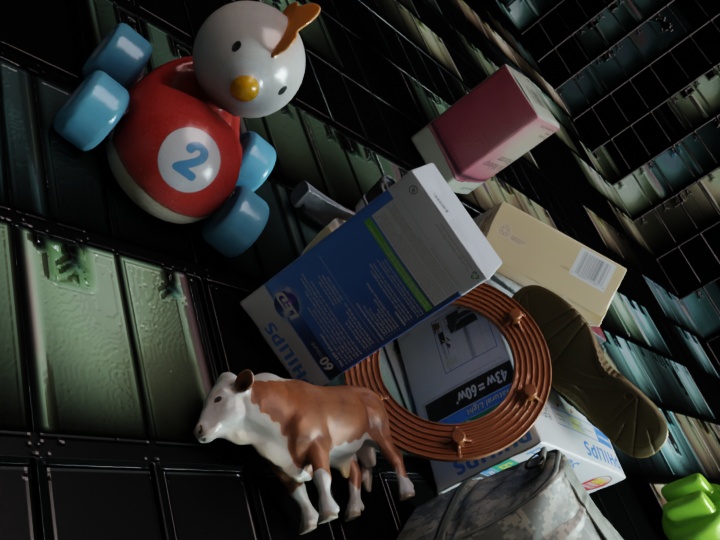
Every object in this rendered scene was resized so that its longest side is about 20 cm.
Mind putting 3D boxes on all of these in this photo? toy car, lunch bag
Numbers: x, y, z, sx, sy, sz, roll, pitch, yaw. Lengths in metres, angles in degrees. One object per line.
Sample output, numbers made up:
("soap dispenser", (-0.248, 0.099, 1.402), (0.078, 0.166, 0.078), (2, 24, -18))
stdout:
("toy car", (-0.112, -0.151, 0.643), (0.184, 0.200, 0.177), (38, 30, -29))
("lunch bag", (0.144, 0.260, 0.616), (0.200, 0.167, 0.139), (56, 26, 2))

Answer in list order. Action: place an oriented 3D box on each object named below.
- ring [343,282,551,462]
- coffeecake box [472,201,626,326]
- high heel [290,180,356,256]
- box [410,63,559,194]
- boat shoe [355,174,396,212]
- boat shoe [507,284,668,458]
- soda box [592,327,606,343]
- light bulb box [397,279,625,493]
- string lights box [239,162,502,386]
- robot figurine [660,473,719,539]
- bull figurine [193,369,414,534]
("ring", (0.082, 0.084, 0.730), (0.019, 0.199, 0.201), (90, -13, -54))
("coffeecake box", (0.194, -0.002, 0.901), (0.153, 0.073, 0.200), (28, -4, -1))
("high heel", (0.000, 0.000, 0.798), (0.142, 0.071, 0.201), (32, 28, -36))
("box", (0.208, -0.229, 1.275), (0.128, 0.200, 0.109), (-3, 61, -60))
("boat shoe", (0.069, -0.036, 0.913), (0.072, 0.068, 0.200), (13, 35, -47))
("boat shoe", (0.222, 0.104, 0.774), (0.201, 0.072, 0.066), (49, -3, 18))
("soda box", (0.315, 0.073, 1.241), (0.200, 0.070, 0.064), (31, 35, -40))
("light bulb box", (0.160, 0.141, 0.836), (0.198, 0.125, 0.201), (28, 37, -43))
("string lights box", (0.005, 0.011, 0.642), (0.103, 0.200, 0.059), (55, 26, 1))
("robot figurine", (0.543, 0.409, 1.169), (0.200, 0.116, 0.176), (51, 27, -8))
("bull figurine", (-0.035, 0.132, 0.589), (0.200, 0.065, 0.122), (8, 55, -54))
